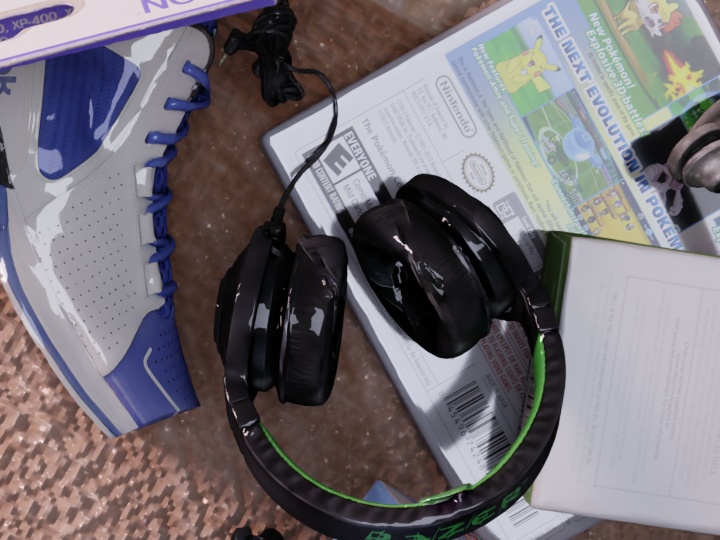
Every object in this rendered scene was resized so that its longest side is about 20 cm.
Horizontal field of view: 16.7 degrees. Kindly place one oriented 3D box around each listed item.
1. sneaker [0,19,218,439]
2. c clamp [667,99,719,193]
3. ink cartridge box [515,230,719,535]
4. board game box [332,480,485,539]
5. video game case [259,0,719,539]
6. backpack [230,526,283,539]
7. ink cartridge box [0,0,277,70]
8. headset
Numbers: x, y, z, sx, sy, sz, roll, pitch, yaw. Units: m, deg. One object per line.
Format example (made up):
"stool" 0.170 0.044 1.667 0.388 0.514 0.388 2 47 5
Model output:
"sneaker" -0.093 -0.043 0.923 0.115 0.081 0.200 -27 93 -2
"c clamp" 0.185 -0.008 0.900 0.170 0.200 0.027 -14 138 -23
"ink cartridge box" 0.164 0.051 0.941 0.199 0.059 0.104 9 92 -5
"board game box" 0.086 0.160 0.870 0.151 0.200 0.037 32 96 -28
"video game case" 0.086 -0.010 0.974 0.182 0.022 0.201 -29 94 -4
"backpack" -0.036 0.200 0.880 0.134 0.200 0.183 43 87 -6
"ink cartridge box" -0.134 -0.109 0.863 0.197 0.200 0.044 -15 127 -6
"headset" 0.000 0.000 0.890 0.123 0.094 0.201 -17 64 -9
